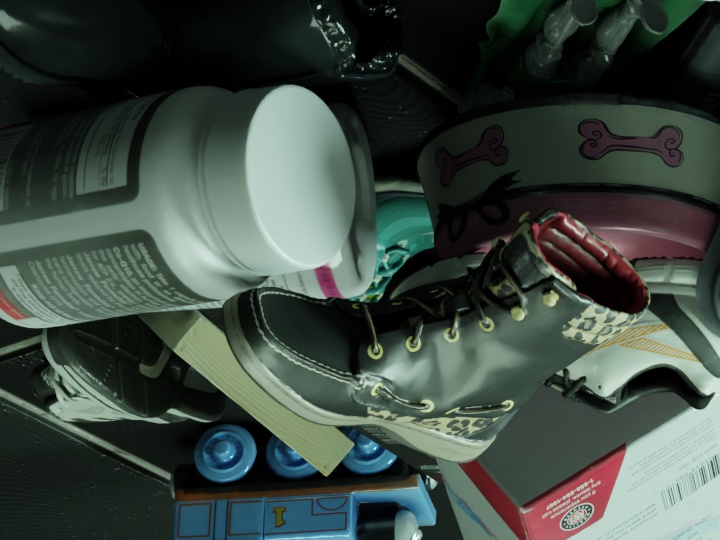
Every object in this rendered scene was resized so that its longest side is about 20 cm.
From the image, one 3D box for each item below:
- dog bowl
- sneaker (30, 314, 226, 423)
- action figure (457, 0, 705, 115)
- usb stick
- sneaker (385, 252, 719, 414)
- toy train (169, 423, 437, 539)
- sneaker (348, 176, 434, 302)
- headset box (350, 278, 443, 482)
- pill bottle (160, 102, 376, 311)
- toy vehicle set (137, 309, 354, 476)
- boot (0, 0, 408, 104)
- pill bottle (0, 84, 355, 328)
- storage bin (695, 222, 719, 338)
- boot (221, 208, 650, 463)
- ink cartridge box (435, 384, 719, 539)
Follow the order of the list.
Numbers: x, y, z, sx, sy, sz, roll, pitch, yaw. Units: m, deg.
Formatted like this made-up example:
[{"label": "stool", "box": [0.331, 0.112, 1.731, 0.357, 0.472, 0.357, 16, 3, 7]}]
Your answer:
[{"label": "dog bowl", "box": [0.129, -0.029, 1.633, 0.199, 0.074, 0.200, 1, 160, 0]}, {"label": "sneaker", "box": [-0.181, 0.072, 1.915, 0.115, 0.076, 0.200, -11, 163, 23]}, {"label": "action figure", "box": [0.105, -0.107, 1.605, 0.118, 0.055, 0.200, 6, 157, -16]}, {"label": "usb stick", "box": [0.191, -0.100, 1.626, 0.055, 0.033, 0.200, -11, 157, -18]}, {"label": "sneaker", "box": [0.109, 0.036, 1.594, 0.199, 0.080, 0.074, 0, 162, 10]}, {"label": "toy train", "box": [-0.041, 0.172, 2.083, 0.199, 0.115, 0.087, -4, 153, 10]}, {"label": "sneaker", "box": [0.000, 0.000, 1.784, 0.077, 0.080, 0.200, 21, 147, -33]}, {"label": "headset box", "box": [0.062, 0.068, 1.903, 0.148, 0.075, 0.200, -7, 153, 33]}, {"label": "pill bottle", "box": [-0.097, -0.034, 1.683, 0.199, 0.114, 0.113, -5, 152, 11]}, {"label": "toy vehicle set", "box": [-0.081, 0.058, 1.786, 0.124, 0.027, 0.200, 41, 178, -18]}, {"label": "boot", "box": [-0.089, -0.138, 1.516, 0.168, 0.077, 0.200, -12, 157, 32]}, {"label": "pill bottle", "box": [-0.109, -0.036, 1.537, 0.200, 0.114, 0.114, -8, 153, 35]}, {"label": "storage bin", "box": [0.289, -0.030, 1.518, 0.145, 0.200, 0.134, 26, 178, -12]}, {"label": "boot", "box": [0.041, 0.024, 1.500, 0.200, 0.073, 0.150, 26, 129, -39]}, {"label": "ink cartridge box", "box": [0.139, 0.125, 1.783, 0.145, 0.145, 0.200, -30, 138, -11]}]
